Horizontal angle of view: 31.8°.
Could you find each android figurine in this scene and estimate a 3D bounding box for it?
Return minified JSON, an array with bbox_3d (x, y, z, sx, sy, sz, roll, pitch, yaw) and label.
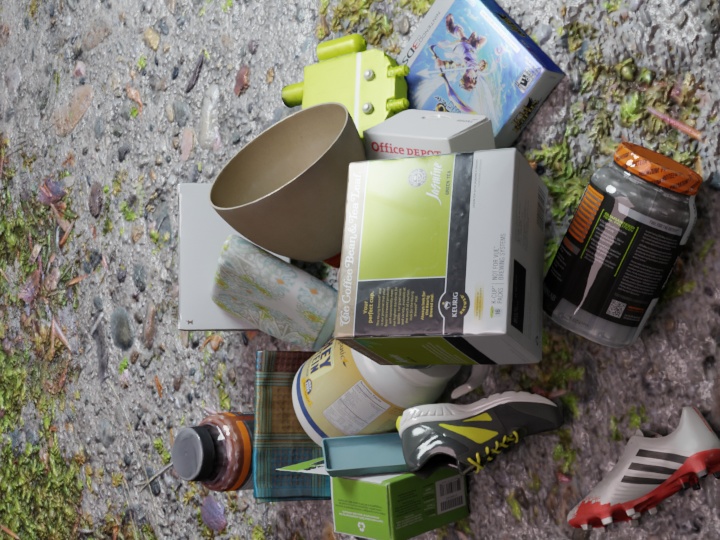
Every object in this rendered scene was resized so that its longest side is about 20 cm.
[{"bbox_3d":[-0.019,-0.217,1.635,0.199,0.041,0.183,-7,71,35],"label":"android figurine"}]

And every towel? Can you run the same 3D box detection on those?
[{"bbox_3d":[-0.108,0.036,1.611,0.048,0.170,0.200,-65,3,-21],"label":"towel"},{"bbox_3d":[-0.075,0.208,1.683,0.022,0.146,0.202,-4,84,61],"label":"towel"}]

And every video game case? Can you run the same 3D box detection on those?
[{"bbox_3d":[0.132,-0.236,1.574,0.200,0.045,0.182,53,123,31],"label":"video game case"}]

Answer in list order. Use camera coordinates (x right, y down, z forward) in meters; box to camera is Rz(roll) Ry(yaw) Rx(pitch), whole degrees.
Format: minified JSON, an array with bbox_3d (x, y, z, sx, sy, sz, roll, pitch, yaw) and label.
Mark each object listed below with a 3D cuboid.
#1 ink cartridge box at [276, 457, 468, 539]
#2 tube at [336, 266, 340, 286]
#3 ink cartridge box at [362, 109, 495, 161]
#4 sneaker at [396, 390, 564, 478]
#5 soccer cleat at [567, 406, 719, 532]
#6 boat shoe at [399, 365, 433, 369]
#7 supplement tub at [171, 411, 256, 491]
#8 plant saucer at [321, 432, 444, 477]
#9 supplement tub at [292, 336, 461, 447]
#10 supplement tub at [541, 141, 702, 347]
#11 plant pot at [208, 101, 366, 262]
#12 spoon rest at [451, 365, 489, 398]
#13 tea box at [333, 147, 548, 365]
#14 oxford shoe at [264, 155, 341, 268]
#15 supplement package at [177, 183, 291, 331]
[{"bbox_3d":[0.014,0.278,1.588,0.199,0.147,0.076,-2,93,44],"label":"ink cartridge box"},{"bbox_3d":[0.000,0.000,1.617,0.050,0.200,0.078,14,95,1],"label":"tube"},{"bbox_3d":[0.093,-0.084,1.528,0.144,0.084,0.201,10,119,44],"label":"ink cartridge box"},{"bbox_3d":[0.142,0.199,1.478,0.199,0.075,0.085,-10,56,13],"label":"sneaker"},{"bbox_3d":[0.304,0.220,1.378,0.200,0.068,0.086,-37,55,32],"label":"soccer cleat"},{"bbox_3d":[0.038,0.022,1.472,0.073,0.062,0.201,-37,72,52],"label":"boat shoe"},{"bbox_3d":[-0.155,0.244,1.714,0.107,0.199,0.108,-6,82,47],"label":"supplement tub"},{"bbox_3d":[0.054,0.221,1.533,0.070,0.198,0.019,-104,10,-64],"label":"plant saucer"},{"bbox_3d":[0.021,0.130,1.585,0.200,0.144,0.145,-43,60,38],"label":"supplement tub"},{"bbox_3d":[0.283,-0.029,1.367,0.122,0.122,0.201,38,113,38],"label":"supplement tub"},{"bbox_3d":[-0.066,-0.090,1.539,0.199,0.135,0.201,-27,28,16],"label":"plant pot"},{"bbox_3d":[0.101,0.048,1.503,0.099,0.060,0.201,-33,75,51],"label":"spoon rest"},{"bbox_3d":[0.090,-0.009,1.359,0.195,0.134,0.201,-1,73,24],"label":"tea box"},{"bbox_3d":[-0.065,-0.088,1.692,0.071,0.200,0.073,-32,28,8],"label":"oxford shoe"},{"bbox_3d":[-0.175,-0.016,1.760,0.111,0.155,0.202,146,124,-85],"label":"supplement package"}]
